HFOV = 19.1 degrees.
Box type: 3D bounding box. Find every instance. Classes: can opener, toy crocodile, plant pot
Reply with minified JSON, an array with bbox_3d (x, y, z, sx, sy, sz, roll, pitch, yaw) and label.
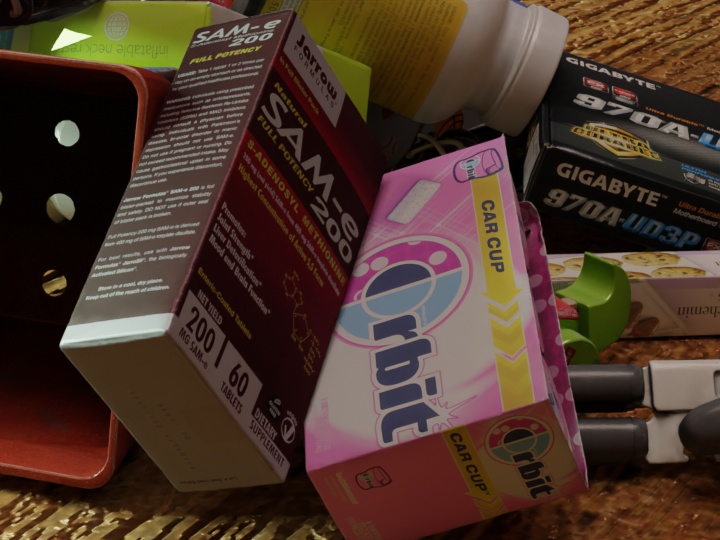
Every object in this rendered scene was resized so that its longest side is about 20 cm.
[{"bbox_3d":[0.127,0.067,1.054,0.199,0.053,0.067,0,-18,-8],"label":"can opener"},{"bbox_3d":[0.060,0.037,1.127,0.200,0.062,0.067,-10,27,-28],"label":"toy crocodile"},{"bbox_3d":[-0.183,-0.020,1.088,0.199,0.201,0.176,9,10,12],"label":"plant pot"}]

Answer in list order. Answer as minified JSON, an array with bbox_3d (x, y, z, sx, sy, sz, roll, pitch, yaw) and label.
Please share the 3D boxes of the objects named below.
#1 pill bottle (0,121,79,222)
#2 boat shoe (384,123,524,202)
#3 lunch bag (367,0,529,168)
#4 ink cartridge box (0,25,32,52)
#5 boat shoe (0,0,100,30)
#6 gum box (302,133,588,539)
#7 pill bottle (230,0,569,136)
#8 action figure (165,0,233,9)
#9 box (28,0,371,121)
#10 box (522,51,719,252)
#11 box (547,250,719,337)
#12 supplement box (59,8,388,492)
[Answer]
[{"bbox_3d":[-0.228,-0.086,1.313,0.200,0.113,0.112,15,26,24],"label":"pill bottle"},{"bbox_3d":[0.050,-0.059,1.346,0.071,0.064,0.200,20,28,35],"label":"boat shoe"},{"bbox_3d":[-0.004,-0.163,1.494,0.170,0.124,0.200,-11,31,-39],"label":"lunch bag"},{"bbox_3d":[-0.213,-0.195,1.253,0.128,0.126,0.200,15,12,24],"label":"ink cartridge box"},{"bbox_3d":[-0.189,-0.152,1.080,0.068,0.072,0.200,13,11,22],"label":"boat shoe"},{"bbox_3d":[0.034,0.028,1.021,0.113,0.066,0.200,-18,40,11],"label":"gum box"},{"bbox_3d":[0.021,-0.158,1.312,0.200,0.112,0.112,24,22,-7],"label":"pill bottle"},{"bbox_3d":[-0.088,-0.194,1.244,0.052,0.066,0.200,17,27,-12],"label":"action figure"},{"bbox_3d":[-0.095,-0.114,1.211,0.122,0.048,0.200,3,-6,30],"label":"box"},{"bbox_3d":[0.199,-0.062,1.325,0.200,0.046,0.159,18,28,-4],"label":"box"},{"bbox_3d":[0.168,0.013,1.227,0.199,0.039,0.041,-1,25,-11],"label":"box"},{"bbox_3d":[-0.056,-0.011,0.979,0.061,0.109,0.200,-8,45,29],"label":"supplement box"}]
